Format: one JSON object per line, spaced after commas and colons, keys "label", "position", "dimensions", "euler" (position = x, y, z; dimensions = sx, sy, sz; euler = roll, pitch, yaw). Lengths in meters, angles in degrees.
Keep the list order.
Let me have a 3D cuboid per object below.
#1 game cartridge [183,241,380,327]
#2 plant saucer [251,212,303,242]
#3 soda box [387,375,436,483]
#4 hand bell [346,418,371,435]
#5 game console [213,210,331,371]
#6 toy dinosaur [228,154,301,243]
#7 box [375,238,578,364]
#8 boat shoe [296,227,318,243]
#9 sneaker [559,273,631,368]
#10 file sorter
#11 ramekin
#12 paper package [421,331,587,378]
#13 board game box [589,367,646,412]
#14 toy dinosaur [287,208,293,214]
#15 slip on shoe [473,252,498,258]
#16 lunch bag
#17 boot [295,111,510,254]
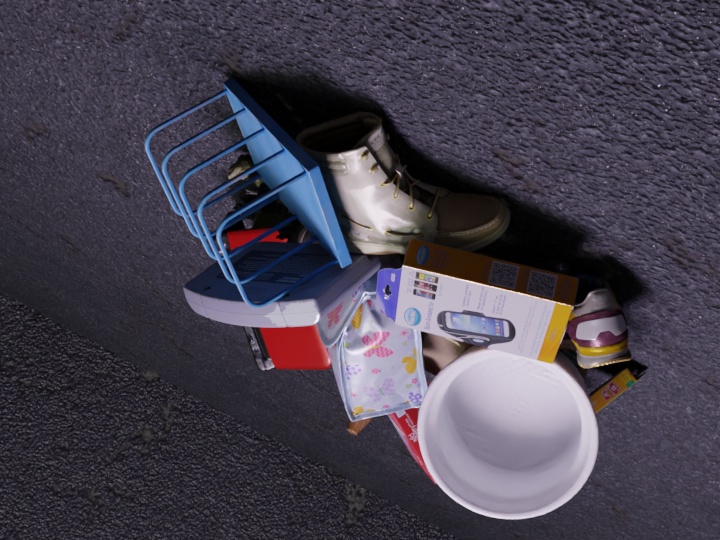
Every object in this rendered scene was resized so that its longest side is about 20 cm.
{"label": "game cartridge", "position": [-0.092, 0.014, 1.336], "dimensions": [0.200, 0.133, 0.042], "euler": [4, 126, 39]}
{"label": "plant saucer", "position": [-0.088, 0.011, 1.688], "dimensions": [0.200, 0.031, 0.200], "euler": [34, 148, 25]}
{"label": "soda box", "position": [0.078, 0.194, 1.595], "dimensions": [0.070, 0.063, 0.200], "euler": [48, 170, 43]}
{"label": "hand bell", "position": [0.036, 0.137, 1.692], "dimensions": [0.104, 0.200, 0.104], "euler": [25, 162, 9]}
{"label": "game console", "position": [-0.107, 0.021, 1.613], "dimensions": [0.118, 0.172, 0.201], "euler": [-14, 107, 11]}
{"label": "toy dinosaur", "position": [-0.090, -0.083, 1.432], "dimensions": [0.200, 0.088, 0.048], "euler": [22, 151, 24]}
{"label": "box", "position": [0.116, 0.030, 1.270], "dimensions": [0.199, 0.042, 0.119], "euler": [16, 147, 7]}
{"label": "boat shoe", "position": [0.000, 0.000, 1.575], "dimensions": [0.059, 0.072, 0.200], "euler": [10, 159, 47]}
{"label": "sneaker", "position": [0.245, 0.043, 1.338], "dimensions": [0.075, 0.090, 0.200], "euler": [-10, -171, -7]}
{"label": "file sorter", "position": [-0.122, -0.077, 1.280], "dimensions": [0.200, 0.123, 0.139], "euler": [47, 163, 43]}
{"label": "ramekin", "position": [0.170, 0.170, 1.388], "dimensions": [0.200, 0.201, 0.098], "euler": [27, -164, 6]}
{"label": "paper package", "position": [0.176, 0.098, 1.527], "dimensions": [0.200, 0.104, 0.191], "euler": [28, 163, 5]}
{"label": "board game box", "position": [0.263, 0.185, 1.514], "dimensions": [0.030, 0.200, 0.096], "euler": [55, 169, 11]}
{"label": "toy dinosaur", "position": [0.023, -0.065, 1.354], "dimensions": [0.199, 0.048, 0.088], "euler": [14, 132, -4]}
{"label": "slip on shoe", "position": [0.134, 0.005, 1.383], "dimensions": [0.200, 0.076, 0.061], "euler": [37, 130, 41]}
{"label": "lunch bag", "position": [0.006, 0.048, 1.461], "dimensions": [0.127, 0.170, 0.200], "euler": [-10, 131, -5]}
{"label": "boot", "position": [0.043, -0.088, 1.244], "dimensions": [0.199, 0.072, 0.155], "euler": [0, 136, 22]}
